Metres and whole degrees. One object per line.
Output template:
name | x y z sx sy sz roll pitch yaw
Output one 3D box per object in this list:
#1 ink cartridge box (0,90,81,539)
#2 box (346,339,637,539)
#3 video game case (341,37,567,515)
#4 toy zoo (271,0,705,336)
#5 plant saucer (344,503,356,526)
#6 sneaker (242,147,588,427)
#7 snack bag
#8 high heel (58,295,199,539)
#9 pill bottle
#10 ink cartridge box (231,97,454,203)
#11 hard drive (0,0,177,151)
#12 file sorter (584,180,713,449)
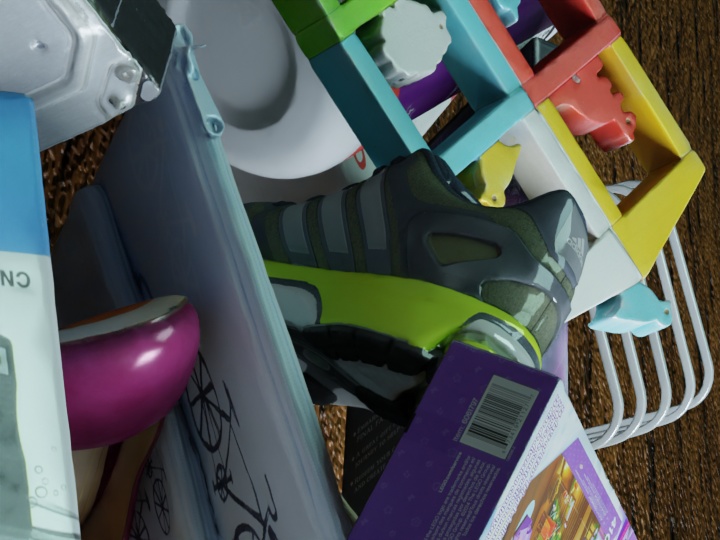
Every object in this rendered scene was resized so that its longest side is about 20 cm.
ink cartridge box | -0.148 0.057 0.567 0.145 0.084 0.201 5 68 -35
box | 0.013 0.138 0.683 0.200 0.039 0.137 -61 151 -19
video game case | 0.035 0.027 0.917 0.019 0.143 0.201 20 52 -22
toy zoo | 0.052 -0.061 0.852 0.131 0.020 0.200 -41 101 -43
plant saucer | -0.020 0.139 0.854 0.200 0.035 0.201 50 -21 27
sneaker | 0.000 0.000 0.792 0.081 0.200 0.074 -52 131 -19
snack bag | -0.060 0.049 0.768 0.021 0.200 0.189 -10 69 -25
high heel | -0.079 0.070 0.731 0.096 0.067 0.200 69 -22 7
pill bottle | 0.014 -0.120 0.934 0.200 0.112 0.113 -33 107 -43
ink cartridge box | -0.032 -0.110 1.072 0.147 0.082 0.200 68 24 -15
hard drive | -0.163 -0.103 0.668 0.200 0.139 0.038 53 30 -33
file sorter | 0.090 0.029 1.211 0.200 0.124 0.139 -7 82 -68
